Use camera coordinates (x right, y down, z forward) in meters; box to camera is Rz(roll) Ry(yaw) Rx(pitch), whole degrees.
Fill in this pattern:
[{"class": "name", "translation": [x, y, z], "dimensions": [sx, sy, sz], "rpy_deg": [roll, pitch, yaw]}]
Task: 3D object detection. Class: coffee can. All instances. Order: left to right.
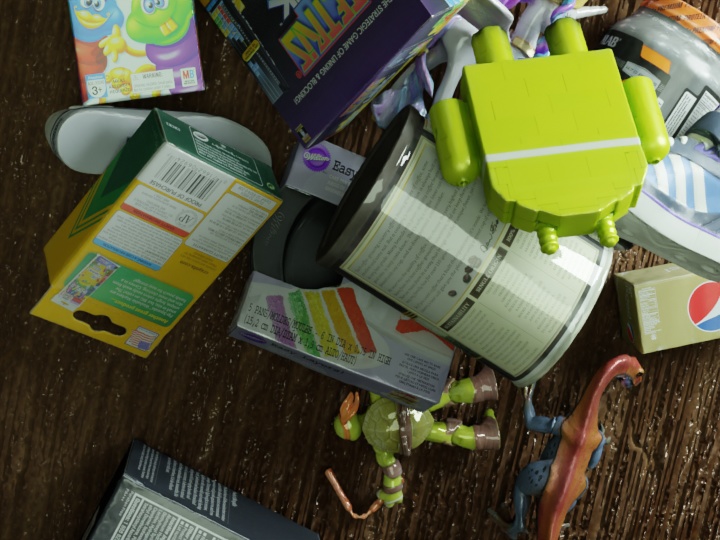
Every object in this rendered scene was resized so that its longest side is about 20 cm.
[{"class": "coffee can", "translation": [0.084, -0.018, 1.194], "dimensions": [0.199, 0.146, 0.147], "rpy_deg": [32, 94, -8]}]

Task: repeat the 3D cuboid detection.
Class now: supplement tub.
[{"class": "supplement tub", "translation": [0.235, -0.130, 1.271], "dimensions": [0.122, 0.123, 0.201], "rpy_deg": [32, 93, -9]}]

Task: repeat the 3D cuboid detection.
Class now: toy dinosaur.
[{"class": "toy dinosaur", "translation": [0.197, 0.167, 1.301], "dimensions": [0.104, 0.201, 0.182], "rpy_deg": [13, 129, -22]}]

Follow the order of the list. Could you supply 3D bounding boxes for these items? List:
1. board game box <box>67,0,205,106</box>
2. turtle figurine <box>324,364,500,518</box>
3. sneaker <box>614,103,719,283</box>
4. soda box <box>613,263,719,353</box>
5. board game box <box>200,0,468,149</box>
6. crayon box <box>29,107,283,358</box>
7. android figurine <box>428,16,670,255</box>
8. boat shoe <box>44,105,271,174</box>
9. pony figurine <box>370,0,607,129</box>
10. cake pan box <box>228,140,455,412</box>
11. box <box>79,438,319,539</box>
[{"class": "board game box", "translation": [-0.192, -0.245, 1.220], "dimensions": [0.103, 0.103, 0.203], "rpy_deg": [-8, 99, -5]}, {"class": "turtle figurine", "translation": [0.042, 0.122, 1.314], "dimensions": [0.159, 0.064, 0.203], "rpy_deg": [-7, 98, -5]}, {"class": "sneaker", "translation": [0.254, -0.095, 1.189], "dimensions": [0.198, 0.081, 0.148], "rpy_deg": [29, 77, -5]}, {"class": "soda box", "translation": [0.334, 0.020, 1.329], "dimensions": [0.197, 0.068, 0.065], "rpy_deg": [-10, 99, -5]}, {"class": "board game box", "translation": [-0.028, -0.221, 1.187], "dimensions": [0.056, 0.200, 0.166], "rpy_deg": [-30, 83, -43]}, {"class": "crayon box", "translation": [-0.176, -0.027, 1.232], "dimensions": [0.125, 0.052, 0.200], "rpy_deg": [25, 118, -37]}, {"class": "android figurine", "translation": [0.146, -0.103, 1.121], "dimensions": [0.179, 0.041, 0.202], "rpy_deg": [-8, 61, -6]}, {"class": "boat shoe", "translation": [-0.174, -0.106, 1.258], "dimensions": [0.198, 0.070, 0.072], "rpy_deg": [3, 104, -29]}, {"class": "pony figurine", "translation": [0.092, -0.193, 1.246], "dimensions": [0.191, 0.167, 0.201], "rpy_deg": [24, 107, -20]}, {"class": "cake pan box", "translation": [0.000, 0.000, 1.272], "dimensions": [0.198, 0.052, 0.186], "rpy_deg": [23, 72, -9]}, {"class": "box", "translation": [-0.162, 0.291, 1.287], "dimensions": [0.197, 0.123, 0.202], "rpy_deg": [29, 96, -8]}]
